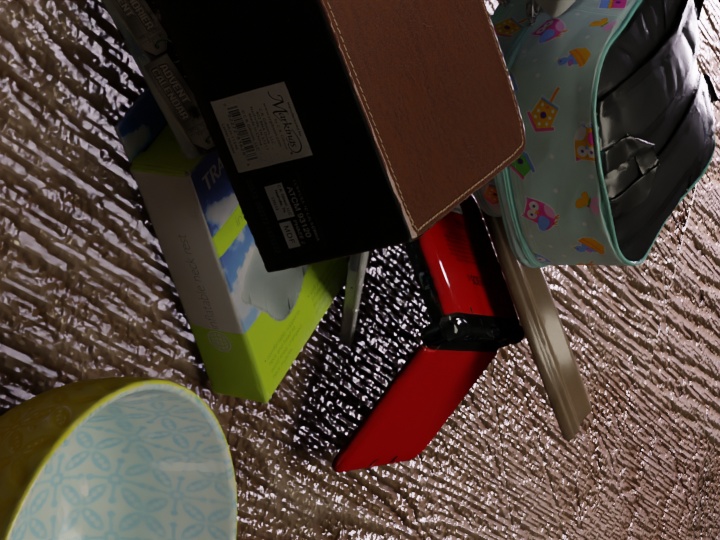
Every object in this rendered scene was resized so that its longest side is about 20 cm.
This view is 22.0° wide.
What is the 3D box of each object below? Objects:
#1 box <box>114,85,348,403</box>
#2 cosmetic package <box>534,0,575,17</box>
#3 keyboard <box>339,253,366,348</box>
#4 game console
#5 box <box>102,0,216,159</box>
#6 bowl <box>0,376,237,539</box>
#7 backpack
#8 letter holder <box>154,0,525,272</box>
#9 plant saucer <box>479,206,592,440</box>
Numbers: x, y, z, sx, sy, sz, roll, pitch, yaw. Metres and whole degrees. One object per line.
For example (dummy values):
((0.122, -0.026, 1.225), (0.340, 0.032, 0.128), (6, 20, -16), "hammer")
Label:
((-0.068, -0.037, 1.078), (0.122, 0.047, 0.201), (-57, 145, -38), "box")
((0.122, -0.276, 1.053), (0.165, 0.165, 0.200), (-42, 176, -3), "cosmetic package")
((0.000, 0.000, 1.161), (0.200, 0.011, 0.057), (99, 7, -75), "keyboard")
((0.032, 0.035, 1.287), (0.174, 0.118, 0.200), (71, 15, 9), "game console")
((-0.060, -0.170, 1.011), (0.200, 0.040, 0.138), (-48, 117, -44), "box")
((-0.158, 0.142, 0.911), (0.200, 0.107, 0.202), (-28, 122, -55), "bowl")
((0.148, -0.098, 1.236), (0.201, 0.152, 0.177), (-61, 144, -51), "backpack")
((-0.011, -0.124, 0.951), (0.142, 0.100, 0.202), (-37, 110, -49), "letter holder")
((0.128, 0.026, 1.361), (0.200, 0.029, 0.202), (-21, 90, -85), "plant saucer")
